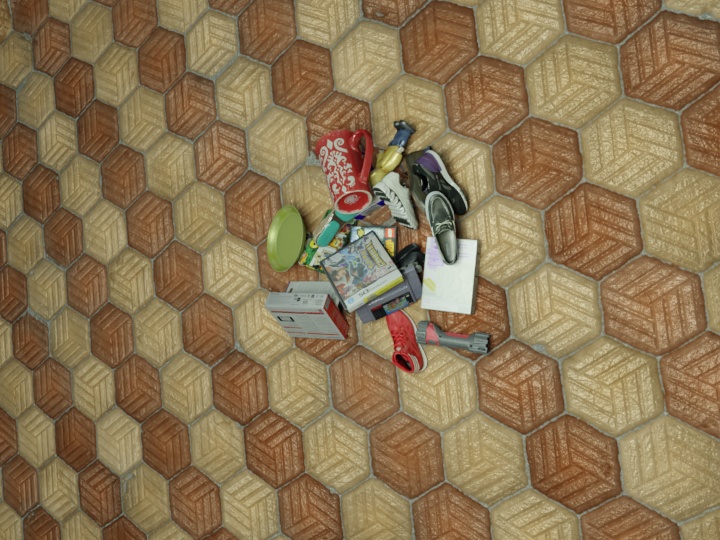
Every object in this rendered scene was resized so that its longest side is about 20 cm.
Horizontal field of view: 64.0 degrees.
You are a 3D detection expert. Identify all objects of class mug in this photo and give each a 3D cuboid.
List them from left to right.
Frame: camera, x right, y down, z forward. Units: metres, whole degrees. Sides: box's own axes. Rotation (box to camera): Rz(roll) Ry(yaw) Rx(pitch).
[{"bbox_3d":[-0.038,-0.278,1.569,0.132,0.178,0.201,-5,62,-17],"label":"mug"}]

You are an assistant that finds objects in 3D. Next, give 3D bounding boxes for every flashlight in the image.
[{"bbox_3d":[0.254,0.182,1.579,0.198,0.068,0.068,5,92,20],"label":"flashlight"}]

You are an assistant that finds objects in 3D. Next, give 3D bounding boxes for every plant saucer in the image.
[{"bbox_3d":[-0.218,-0.094,1.732,0.199,0.031,0.202,-12,75,49],"label":"plant saucer"}]

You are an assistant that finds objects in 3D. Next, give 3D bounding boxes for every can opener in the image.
[{"bbox_3d":[0.105,0.014,1.625,0.200,0.063,0.079,-46,34,5],"label":"can opener"}]

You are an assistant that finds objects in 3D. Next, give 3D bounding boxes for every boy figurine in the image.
[{"bbox_3d":[0.078,-0.327,1.644,0.201,0.064,0.124,-59,27,-2],"label":"boy figurine"}]

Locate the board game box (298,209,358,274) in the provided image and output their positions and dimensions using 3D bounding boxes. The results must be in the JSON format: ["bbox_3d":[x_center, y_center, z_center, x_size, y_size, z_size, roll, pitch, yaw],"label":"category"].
[{"bbox_3d":[-0.094,-0.086,1.704,0.104,0.024,0.201,17,63,19],"label":"board game box"}]

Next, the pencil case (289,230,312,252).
[{"bbox_3d":[-0.123,-0.053,1.747,0.199,0.078,0.090,29,101,23],"label":"pencil case"}]

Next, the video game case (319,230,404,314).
[{"bbox_3d":[0.000,0.000,1.582,0.180,0.026,0.201,-31,50,-1],"label":"video game case"}]

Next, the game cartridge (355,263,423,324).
[{"bbox_3d":[0.075,0.069,1.603,0.199,0.130,0.039,-25,41,3],"label":"game cartridge"}]

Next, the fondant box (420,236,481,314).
[{"bbox_3d":[0.249,0.012,1.586,0.143,0.058,0.202,5,90,25],"label":"fondant box"}]

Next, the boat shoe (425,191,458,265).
[{"bbox_3d":[0.222,-0.110,1.510,0.071,0.071,0.202,-17,97,5],"label":"boat shoe"}]

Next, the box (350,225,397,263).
[{"bbox_3d":[0.037,-0.028,1.675,0.136,0.040,0.202,1,89,8],"label":"box"}]

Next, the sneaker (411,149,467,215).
[{"bbox_3d":[0.208,-0.219,1.561,0.087,0.076,0.201,-41,103,-20],"label":"sneaker"}]

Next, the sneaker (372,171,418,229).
[{"bbox_3d":[0.116,-0.189,1.594,0.075,0.200,0.081,22,70,45],"label":"sneaker"}]

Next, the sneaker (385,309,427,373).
[{"bbox_3d":[0.116,0.193,1.610,0.078,0.115,0.201,-35,75,20],"label":"sneaker"}]

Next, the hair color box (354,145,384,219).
[{"bbox_3d":[-0.008,-0.265,1.708,0.109,0.065,0.201,-29,79,22],"label":"hair color box"}]

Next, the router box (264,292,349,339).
[{"bbox_3d":[-0.157,0.136,1.706,0.198,0.180,0.049,1,54,24],"label":"router box"}]

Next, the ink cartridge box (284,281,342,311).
[{"bbox_3d":[-0.141,0.078,1.748,0.198,0.037,0.095,1,49,23],"label":"ink cartridge box"}]

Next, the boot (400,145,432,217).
[{"bbox_3d":[0.186,-0.251,1.612,0.096,0.075,0.201,-28,76,24],"label":"boot"}]

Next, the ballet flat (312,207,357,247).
[{"bbox_3d":[-0.069,-0.157,1.665,0.200,0.068,0.067,-45,33,5],"label":"ballet flat"}]
